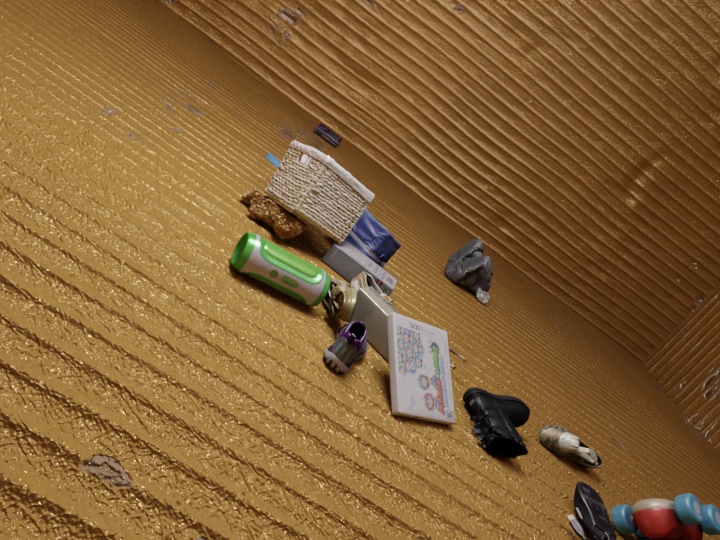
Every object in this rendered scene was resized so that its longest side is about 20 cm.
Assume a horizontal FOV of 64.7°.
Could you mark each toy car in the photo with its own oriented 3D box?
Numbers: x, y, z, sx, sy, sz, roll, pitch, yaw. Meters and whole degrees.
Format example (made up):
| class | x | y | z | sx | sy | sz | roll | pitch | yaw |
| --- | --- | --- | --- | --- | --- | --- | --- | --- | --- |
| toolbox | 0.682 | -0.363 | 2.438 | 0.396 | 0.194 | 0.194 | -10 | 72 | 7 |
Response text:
| class | x | y | z | sx | sy | sz | roll | pitch | yaw |
| --- | --- | --- | --- | --- | --- | --- | --- | --- | --- |
| toy car | 0.675 | 0.612 | 1.227 | 0.176 | 0.184 | 0.202 | 29 | 48 | -27 |

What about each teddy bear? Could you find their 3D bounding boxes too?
| class | x | y | z | sx | sy | sz | roll | pitch | yaw |
| --- | --- | --- | --- | --- | --- | --- | --- | --- | --- |
| teddy bear | -0.223 | -0.139 | 1.445 | 0.199 | 0.067 | 0.145 | 36 | 7 | 14 |

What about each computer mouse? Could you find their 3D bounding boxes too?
| class | x | y | z | sx | sy | sz | roll | pitch | yaw |
| --- | --- | --- | --- | --- | --- | --- | --- | --- | --- |
| computer mouse | 0.467 | 0.523 | 1.177 | 0.139 | 0.046 | 0.201 | 27 | 26 | -19 |

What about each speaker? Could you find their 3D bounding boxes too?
| class | x | y | z | sx | sy | sz | roll | pitch | yaw |
| --- | --- | --- | --- | --- | --- | --- | --- | --- | --- |
| speaker | -0.162 | 0.000 | 1.166 | 0.199 | 0.089 | 0.089 | 29 | 19 | -26 |

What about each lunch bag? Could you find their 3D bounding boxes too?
| class | x | y | z | sx | sy | sz | roll | pitch | yaw |
| --- | --- | --- | --- | --- | --- | --- | --- | --- | --- |
| lunch bag | 0.013 | -0.086 | 1.646 | 0.200 | 0.132 | 0.136 | 47 | 4 | 31 |

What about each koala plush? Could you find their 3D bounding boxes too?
| class | x | y | z | sx | sy | sz | roll | pitch | yaw |
| --- | --- | --- | --- | --- | --- | --- | --- | --- | --- |
| koala plush | 0.445 | 0.020 | 2.231 | 0.201 | 0.182 | 0.178 | 51 | 17 | -33 |

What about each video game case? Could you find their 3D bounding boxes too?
| class | x | y | z | sx | sy | sz | roll | pitch | yaw |
| --- | --- | --- | --- | --- | --- | --- | --- | --- | --- |
| video game case | 0.125 | 0.202 | 1.161 | 0.181 | 0.024 | 0.203 | 22 | 56 | -41 |

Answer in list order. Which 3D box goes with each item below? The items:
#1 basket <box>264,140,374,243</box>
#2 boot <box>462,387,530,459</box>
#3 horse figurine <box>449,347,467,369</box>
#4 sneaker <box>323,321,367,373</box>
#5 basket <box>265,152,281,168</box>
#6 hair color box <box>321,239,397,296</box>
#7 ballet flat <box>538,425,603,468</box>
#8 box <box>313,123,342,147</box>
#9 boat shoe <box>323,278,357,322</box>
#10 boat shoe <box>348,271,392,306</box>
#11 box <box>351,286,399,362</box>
| class | x | y | z | sx | sy | sz | roll | pitch | yaw |
| --- | --- | --- | --- | --- | --- | --- | --- | --- | --- |
| basket | -0.108 | -0.203 | 1.479 | 0.199 | 0.162 | 0.198 | 32 | 2 | -42 |
| boot | 0.327 | 0.349 | 1.275 | 0.196 | 0.074 | 0.163 | 22 | 20 | -22 |
| horse figurine | 0.166 | 0.191 | 1.375 | 0.199 | 0.050 | 0.132 | 9 | 20 | -45 |
| sneaker | -0.006 | 0.132 | 1.134 | 0.074 | 0.088 | 0.200 | 37 | 18 | 0 |
| basket | -0.185 | -0.265 | 1.679 | 0.176 | 0.139 | 0.200 | 44 | 9 | 15 |
| hair color box | 0.000 | 0.000 | 1.518 | 0.199 | 0.061 | 0.099 | 37 | 18 | 0 |
| ballet flat | 0.543 | 0.448 | 1.439 | 0.199 | 0.068 | 0.075 | 33 | -19 | -22 |
| box | -0.169 | -0.710 | 2.981 | 0.142 | 0.036 | 0.200 | 35 | 17 | -7 |
| boat shoe | -0.054 | 0.061 | 1.237 | 0.062 | 0.074 | 0.200 | 17 | 4 | -16 |
| boat shoe | 0.041 | 0.086 | 1.372 | 0.200 | 0.069 | 0.074 | 48 | 21 | 27 |
| box | 0.057 | 0.131 | 1.274 | 0.200 | 0.082 | 0.068 | 45 | 19 | 18 |
